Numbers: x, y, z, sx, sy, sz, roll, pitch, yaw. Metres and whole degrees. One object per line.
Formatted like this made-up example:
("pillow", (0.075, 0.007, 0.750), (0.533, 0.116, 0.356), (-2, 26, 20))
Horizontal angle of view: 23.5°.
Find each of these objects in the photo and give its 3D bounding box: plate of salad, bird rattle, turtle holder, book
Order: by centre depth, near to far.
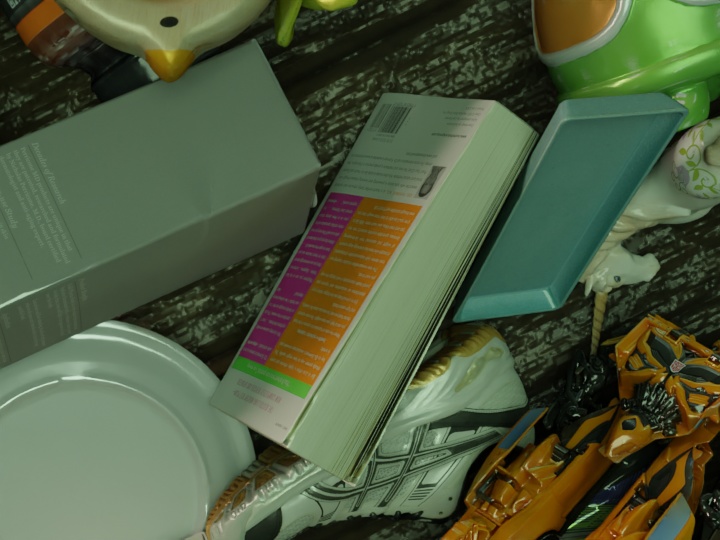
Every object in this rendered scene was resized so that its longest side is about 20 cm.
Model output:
("bird rattle", (-0.088, -0.186, 0.835), (0.200, 0.113, 0.163), (45, 74, -8))
("book", (0.000, 0.000, 0.911), (0.048, 0.133, 0.201), (32, 83, -26))
("turtle holder", (0.179, -0.153, 0.924), (0.184, 0.141, 0.133), (-21, 95, -1))
("plate of salad", (-0.157, 0.121, 0.966), (0.198, 0.048, 0.202), (-3, 105, -11))

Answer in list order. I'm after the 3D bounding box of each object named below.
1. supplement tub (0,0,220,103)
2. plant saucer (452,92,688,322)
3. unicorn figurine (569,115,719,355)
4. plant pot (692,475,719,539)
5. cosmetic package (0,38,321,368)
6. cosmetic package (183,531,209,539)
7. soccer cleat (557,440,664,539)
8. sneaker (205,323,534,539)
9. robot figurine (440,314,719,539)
("supplement tub", (-0.156, -0.183, 0.913), (0.106, 0.107, 0.201), (-32, 97, -1))
("plant saucer", (0.104, -0.031, 0.911), (0.069, 0.200, 0.019), (-6, 61, -18))
("unicorn figurine", (0.187, -0.047, 0.947), (0.136, 0.200, 0.074), (-23, 69, -16))
("plant pot", (0.286, 0.174, 0.954), (0.199, 0.187, 0.188), (28, 92, 7))
("cosmetic package", (-0.126, -0.031, 0.901), (0.199, 0.107, 0.091), (-27, 77, -17))
("cosmetic package", (-0.087, 0.260, 0.951), (0.103, 0.073, 0.201), (-23, 107, -4))
("soccer cleat", (0.101, 0.171, 0.983), (0.199, 0.065, 0.084), (-34, 101, -1))
("sneaker", (0.012, 0.113, 0.954), (0.199, 0.076, 0.088), (-32, 102, -12))
("robot figurine", (0.138, 0.107, 0.916), (0.200, 0.145, 0.058), (-47, 142, -15))
